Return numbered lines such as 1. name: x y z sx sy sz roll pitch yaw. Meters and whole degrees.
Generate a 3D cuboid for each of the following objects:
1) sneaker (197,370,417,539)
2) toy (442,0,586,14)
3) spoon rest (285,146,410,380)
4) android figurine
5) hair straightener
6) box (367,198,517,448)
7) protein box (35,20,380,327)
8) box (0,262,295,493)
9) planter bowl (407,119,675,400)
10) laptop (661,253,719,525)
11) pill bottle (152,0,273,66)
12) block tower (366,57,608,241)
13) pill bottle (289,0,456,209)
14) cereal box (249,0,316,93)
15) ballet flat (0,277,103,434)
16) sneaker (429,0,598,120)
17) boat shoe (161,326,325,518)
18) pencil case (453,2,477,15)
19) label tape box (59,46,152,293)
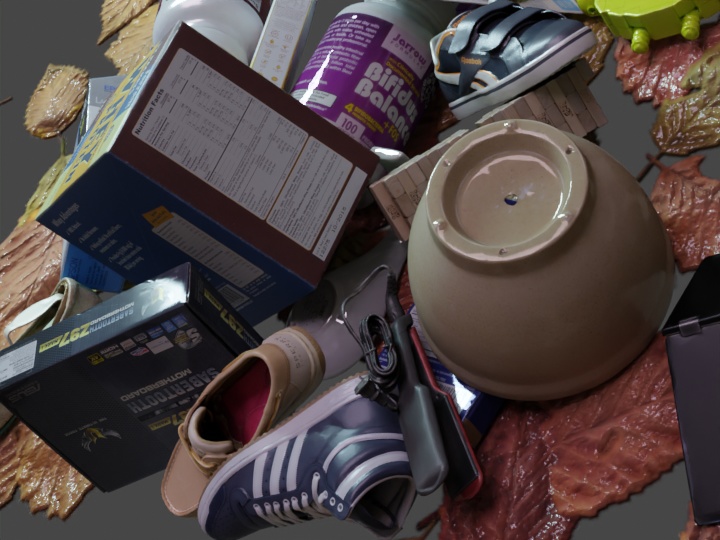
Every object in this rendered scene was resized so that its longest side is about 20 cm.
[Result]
1. sneaker: -0.038 0.172 1.434 0.200 0.070 0.109 -39 51 21
2. toy: 0.090 -0.268 1.652 0.198 0.048 0.115 -1 31 -20
3. spoon rest: 0.000 0.000 1.586 0.099 0.060 0.201 16 79 49
4. android figurine: 0.264 -0.263 1.607 0.181 0.041 0.201 -15 45 30
5. hair straightener: 0.031 0.076 1.399 0.041 0.077 0.201 -40 50 34
6. box: 0.092 0.035 1.480 0.121 0.032 0.201 15 66 47
7. protein box: -0.129 -0.067 1.580 0.198 0.199 0.136 -30 29 60
8. box: -0.175 0.092 1.556 0.199 0.158 0.051 -23 42 21
9. planter bowl: 0.119 -0.026 1.387 0.199 0.135 0.202 -9 57 14
10. laptop: 0.313 0.057 1.289 0.186 0.117 0.200 -16 16 29
11. pill bottle: -0.144 -0.251 1.878 0.112 0.113 0.201 -22 37 24
12. block tower: 0.106 -0.096 1.537 0.199 0.058 0.054 -33 6 -3
13. pill bottle: 0.006 -0.163 1.676 0.112 0.112 0.201 6 59 43
14. cereal box: -0.080 -0.184 1.748 0.039 0.144 0.201 17 48 -2
15. ballet flat: -0.322 0.085 1.766 0.200 0.062 0.067 -47 38 -5
16. sneaker: 0.115 -0.182 1.568 0.078 0.080 0.200 -33 7 -27
17. boat shoe: -0.108 0.122 1.486 0.074 0.069 0.200 47 120 20
18. pencil case: 0.041 -0.295 1.803 0.085 0.084 0.200 -31 34 -24
19. label tape box: -0.241 -0.101 1.809 0.201 0.063 0.145 -95 19 -46
